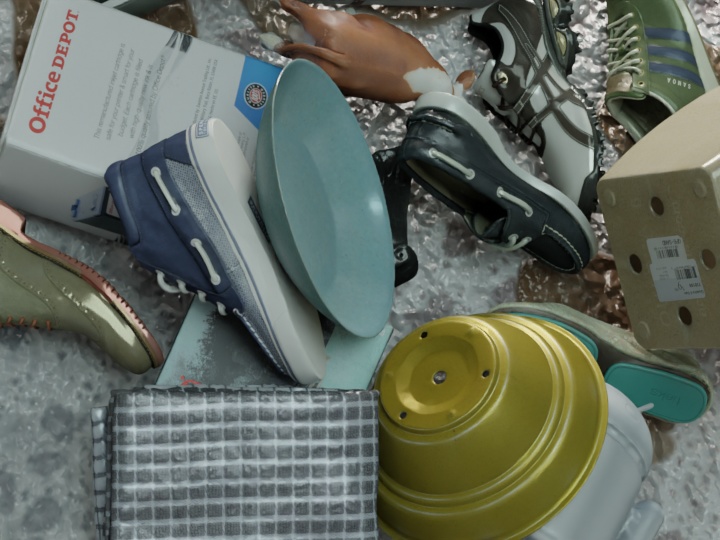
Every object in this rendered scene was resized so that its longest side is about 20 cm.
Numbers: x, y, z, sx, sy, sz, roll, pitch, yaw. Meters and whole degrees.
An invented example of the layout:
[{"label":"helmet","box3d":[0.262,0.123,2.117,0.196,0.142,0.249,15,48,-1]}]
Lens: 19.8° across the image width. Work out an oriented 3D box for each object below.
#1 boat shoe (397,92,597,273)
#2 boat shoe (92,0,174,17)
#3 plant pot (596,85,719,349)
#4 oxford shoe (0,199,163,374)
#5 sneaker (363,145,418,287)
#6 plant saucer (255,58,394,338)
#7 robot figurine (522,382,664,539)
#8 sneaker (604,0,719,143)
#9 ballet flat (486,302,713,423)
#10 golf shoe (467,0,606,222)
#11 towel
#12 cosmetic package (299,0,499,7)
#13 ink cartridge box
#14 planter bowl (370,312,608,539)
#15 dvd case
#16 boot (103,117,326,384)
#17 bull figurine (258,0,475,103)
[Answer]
[{"label":"boat shoe","box3d":[0.102,-0.051,1.573,0.200,0.075,0.061,39,62,-24]},{"label":"boat shoe","box3d":[-0.133,-0.246,1.561,0.199,0.076,0.061,-25,89,-2]},{"label":"plant pot","box3d":[0.296,-0.033,1.552,0.176,0.199,0.202,-19,98,-31]},{"label":"oxford shoe","box3d":[-0.229,0.021,1.462,0.199,0.071,0.074,35,69,11]},{"label":"sneaker","box3d":[-0.001,0.001,1.553,0.103,0.060,0.202,2,67,-14]},{"label":"plant saucer","box3d":[-0.032,-0.047,1.451,0.038,0.201,0.203,-14,71,21]},{"label":"robot figurine","box3d":[0.143,0.159,1.516,0.169,0.113,0.201,36,64,-6]},{"label":"sneaker","box3d":[0.234,-0.164,1.688,0.089,0.067,0.202,-21,82,-30]},{"label":"ballet flat","box3d":[0.181,0.066,1.601,0.199,0.068,0.063,23,27,-13]},{"label":"golf shoe","box3d":[0.139,-0.127,1.648,0.094,0.078,0.202,-8,66,-11]},{"label":"towel","box3d":[-0.085,0.162,1.416,0.198,0.086,0.167,0,89,-11]},{"label":"cosmetic package","box3d":[0.045,-0.266,1.628,0.198,0.107,0.091,0,72,-25]},{"label":"ink cartridge box","box3d":[-0.159,-0.100,1.510,0.198,0.086,0.148,18,57,-11]},{"label":"planter bowl","box3d":[0.070,0.095,1.466,0.084,0.199,0.202,54,53,-46]},{"label":"dvd case","box3d":[-0.079,0.102,1.474,0.145,0.022,0.201,25,86,-7]},{"label":"boot","box3d":[-0.099,-0.002,1.434,0.090,0.073,0.201,-20,103,16]},{"label":"bull figurine","box3d":[0.002,-0.163,1.578,0.121,0.199,0.066,31,98,32]}]
